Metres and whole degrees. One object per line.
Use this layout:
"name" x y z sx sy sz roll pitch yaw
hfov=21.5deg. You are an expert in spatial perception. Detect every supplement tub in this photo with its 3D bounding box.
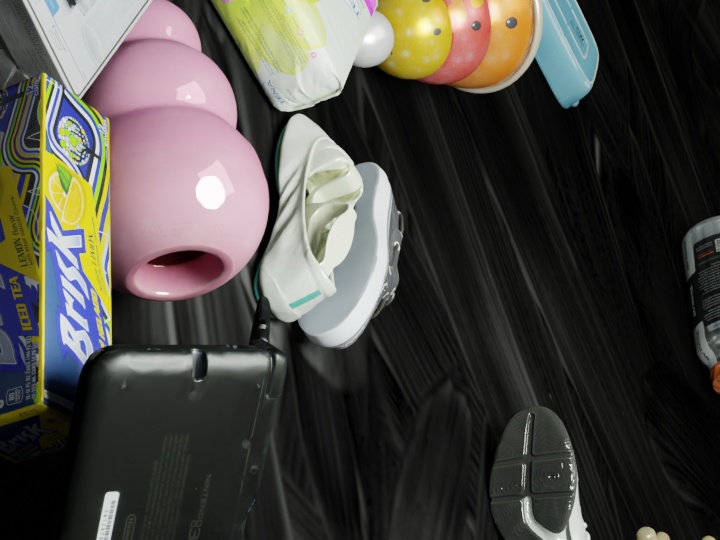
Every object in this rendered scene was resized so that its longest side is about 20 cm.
"supplement tub" 0.455 0.042 2.267 0.123 0.122 0.200 38 42 -50

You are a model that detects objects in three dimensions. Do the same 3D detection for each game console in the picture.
"game console" -0.114 0.121 1.061 0.176 0.116 0.200 2 106 -37

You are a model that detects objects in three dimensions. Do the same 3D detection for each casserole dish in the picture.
"casserole dish" 0.211 -0.271 2.067 0.200 0.039 0.121 60 28 -27

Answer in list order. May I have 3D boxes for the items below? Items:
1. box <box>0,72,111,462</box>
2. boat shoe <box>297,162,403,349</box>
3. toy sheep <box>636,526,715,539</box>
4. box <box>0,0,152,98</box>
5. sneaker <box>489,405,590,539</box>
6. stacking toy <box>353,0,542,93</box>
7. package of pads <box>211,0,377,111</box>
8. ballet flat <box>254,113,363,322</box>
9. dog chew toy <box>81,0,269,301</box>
"box" -0.182 -0.002 1.045 0.064 0.070 0.200 35 44 -53
"boat shoe" 0.000 0.000 1.433 0.066 0.070 0.200 55 23 -30
"toy sheep" 0.282 0.314 1.732 0.200 0.138 0.138 67 25 -21
"box" -0.167 -0.206 1.132 0.200 0.060 0.117 -61 144 -37
"sneaker" 0.164 0.218 1.638 0.115 0.076 0.201 16 68 -71
"stacking toy" 0.050 -0.206 1.625 0.200 0.146 0.146 -25 97 -48
"package of pads" -0.065 -0.238 1.441 0.200 0.068 0.155 59 28 -26
"ballet flat" -0.029 -0.045 1.394 0.069 0.069 0.200 53 31 -36
"dog chew toy" -0.126 -0.083 1.164 0.125 0.124 0.200 34 37 -53
